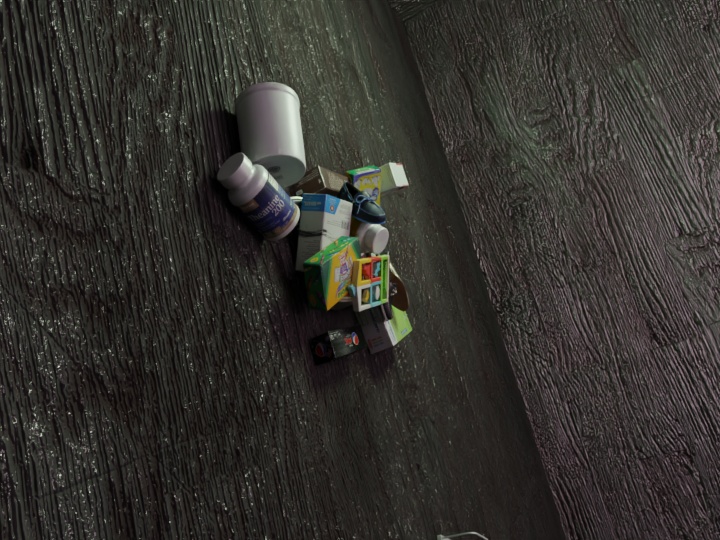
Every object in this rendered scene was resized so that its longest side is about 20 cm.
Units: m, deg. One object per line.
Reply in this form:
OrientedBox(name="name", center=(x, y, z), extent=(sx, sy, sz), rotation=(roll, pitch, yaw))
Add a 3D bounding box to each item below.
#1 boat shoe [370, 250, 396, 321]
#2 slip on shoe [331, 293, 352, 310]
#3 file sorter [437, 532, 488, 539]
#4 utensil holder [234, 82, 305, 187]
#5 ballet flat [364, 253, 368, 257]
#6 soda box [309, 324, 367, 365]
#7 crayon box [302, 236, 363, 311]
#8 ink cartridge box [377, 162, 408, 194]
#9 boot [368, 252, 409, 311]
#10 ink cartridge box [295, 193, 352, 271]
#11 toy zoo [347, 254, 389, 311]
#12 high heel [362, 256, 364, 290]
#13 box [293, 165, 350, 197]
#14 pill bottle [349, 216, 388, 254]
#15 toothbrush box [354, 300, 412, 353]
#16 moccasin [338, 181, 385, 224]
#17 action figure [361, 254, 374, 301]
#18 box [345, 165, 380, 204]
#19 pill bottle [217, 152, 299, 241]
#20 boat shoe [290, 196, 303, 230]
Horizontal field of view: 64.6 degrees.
OrientedBox(name="boat shoe", center=(0.076, 0.044, 1.667), extent=(0.074, 0.059, 0.206), rotation=(51, 28, -83))
OrientedBox(name="slip on shoe", center=(-0.072, 0.068, 1.551), extent=(0.198, 0.073, 0.063), rotation=(15, 54, -57))
OrientedBox(name="file sorter", center=(0.314, 0.879, 1.648), extent=(0.139, 0.122, 0.204), rotation=(45, 32, -44))
OrientedBox(name="utensil holder", center=(-0.224, -0.334, 1.431), extent=(0.169, 0.167, 0.205), rotation=(26, 48, -57))
OrientedBox(name="ballet flat", center=(0.023, -0.072, 1.876), extent=(0.201, 0.068, 0.071), rotation=(61, 20, -53))
OrientedBox(name="soda box", center=(-0.054, 0.191, 1.490), extent=(0.199, 0.062, 0.073), rotation=(-2, 72, -65))
OrientedBox(name="crayon box", center=(-0.066, 0.004, 1.444), extent=(0.200, 0.057, 0.122), rotation=(-40, 129, -54))
OrientedBox(name="ink cartridge box", center=(0.048, -0.291, 1.955), extent=(0.145, 0.196, 0.085), rotation=(-24, 94, -66))
OrientedBox(name="boot", center=(0.092, 0.018, 1.785), extent=(0.203, 0.069, 0.147), rotation=(60, 10, -12))
OrientedBox(name="ink cartridge box", center=(-0.096, -0.091, 1.520), extent=(0.145, 0.082, 0.206), rotation=(9, 88, -62))
OrientedBox(name="toy zoo", center=(0.023, 0.033, 1.531), extent=(0.199, 0.020, 0.135), rotation=(-11, 104, -60))
OrientedBox(name="high heel", center=(-0.006, -0.009, 1.760), extent=(0.203, 0.067, 0.096), rotation=(60, 11, 17))
OrientedBox(name="box", center=(-0.107, -0.241, 1.696), extent=(0.199, 0.098, 0.077), rotation=(2, 67, -66))
OrientedBox(name="pill bottle", center=(-0.017, -0.120, 1.652), extent=(0.109, 0.197, 0.112), rotation=(-35, 139, -38))
OrientedBox(name="toothbrush box", center=(0.074, 0.154, 1.776), extent=(0.149, 0.085, 0.199), rotation=(68, 22, 0))
OrientedBox(name="moccasin", center=(-0.003, -0.190, 1.590), extent=(0.079, 0.199, 0.070), rotation=(-13, 125, -40))
OrientedBox(name="action figure", center=(0.000, 0.000, 1.641), extent=(0.200, 0.130, 0.153), rotation=(-128, -129, -84))
OrientedBox(name="box", center=(0.008, -0.226, 1.842), extent=(0.115, 0.048, 0.205), rotation=(-19, 125, -33))
OrientedBox(name="pill bottle", center=(-0.239, -0.172, 1.330), extent=(0.200, 0.109, 0.113), rotation=(48, 30, -38))
OrientedBox(name="boat shoe", center=(-0.152, -0.139, 1.545), extent=(0.199, 0.071, 0.063), rotation=(33, 37, -62))
